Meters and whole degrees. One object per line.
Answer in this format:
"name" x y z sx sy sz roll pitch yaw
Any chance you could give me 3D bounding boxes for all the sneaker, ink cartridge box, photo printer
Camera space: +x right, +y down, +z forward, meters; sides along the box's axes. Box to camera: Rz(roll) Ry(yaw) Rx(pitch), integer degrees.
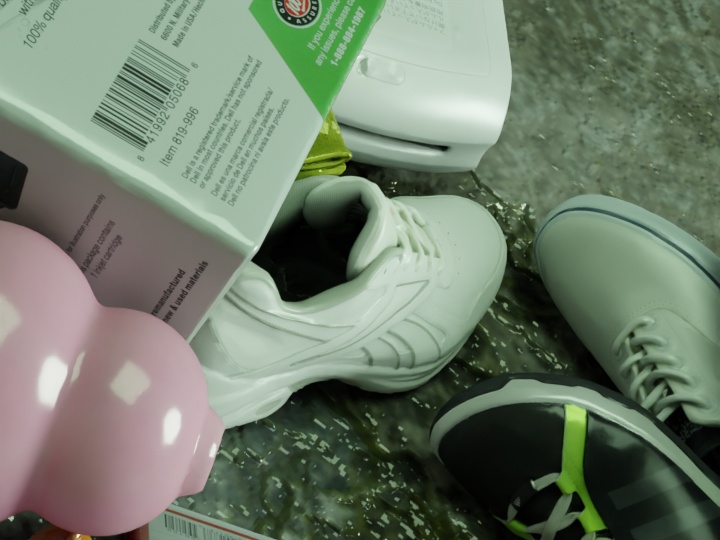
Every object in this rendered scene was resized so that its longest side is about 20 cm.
"sneaker" 0.143 0.049 1.144 0.200 0.073 0.071 48 29 11
"ink cartridge box" -0.112 -0.085 0.963 0.200 0.083 0.147 32 50 -6
"photo printer" -0.014 -0.134 1.216 0.166 0.069 0.200 16 44 -23
"sneaker" 0.114 0.116 1.064 0.200 0.072 0.083 32 41 -6
"sneaker" 0.000 0.000 1.073 0.200 0.099 0.078 -21 65 -45

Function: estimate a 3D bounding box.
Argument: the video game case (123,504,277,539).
"video game case" -0.012 0.146 0.915 0.143 0.017 0.200 20 16 -12

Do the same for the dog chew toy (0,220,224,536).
"dog chew toy" -0.144 0.031 0.906 0.200 0.125 0.125 19 41 -3

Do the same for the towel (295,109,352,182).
"towel" -0.101 -0.065 1.020 0.200 0.018 0.086 -8 70 -31

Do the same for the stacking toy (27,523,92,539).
"stacking toy" -0.122 0.138 0.866 0.110 0.116 0.200 34 28 -8
